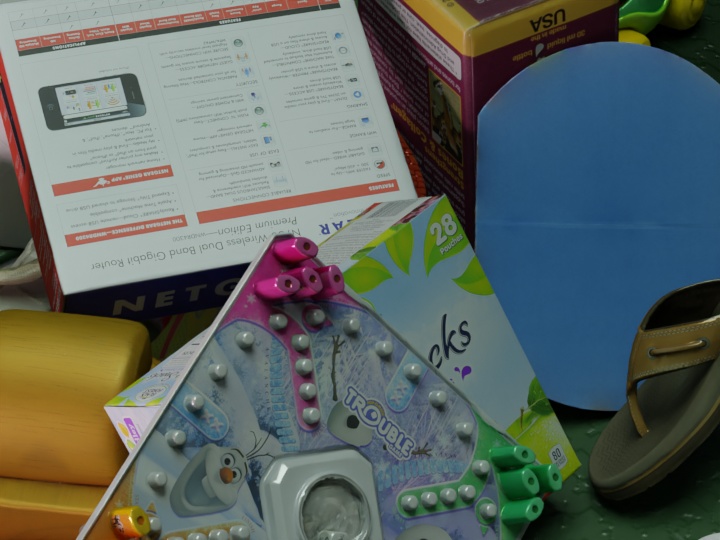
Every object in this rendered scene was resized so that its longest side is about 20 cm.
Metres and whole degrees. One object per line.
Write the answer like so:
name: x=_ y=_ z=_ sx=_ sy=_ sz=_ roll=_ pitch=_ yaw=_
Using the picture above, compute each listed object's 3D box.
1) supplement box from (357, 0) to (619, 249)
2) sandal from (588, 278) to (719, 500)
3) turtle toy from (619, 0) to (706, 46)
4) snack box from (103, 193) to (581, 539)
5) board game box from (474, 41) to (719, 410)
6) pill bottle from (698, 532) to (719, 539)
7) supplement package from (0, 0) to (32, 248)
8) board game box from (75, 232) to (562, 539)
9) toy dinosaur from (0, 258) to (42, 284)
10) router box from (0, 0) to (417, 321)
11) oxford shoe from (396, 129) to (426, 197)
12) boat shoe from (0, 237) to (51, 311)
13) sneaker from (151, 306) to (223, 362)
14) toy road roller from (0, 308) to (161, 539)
supplement box: x=0.073 y=-0.100 z=1.484 sx=0.103 sy=0.200 sz=0.131 roll=-22 pitch=44 yaw=-21
sandal: x=0.177 y=0.031 z=1.355 sx=0.054 sy=0.200 sz=0.080 roll=33 pitch=18 yaw=-14
turtle toy: x=0.151 y=-0.210 z=1.683 sx=0.146 sy=0.101 sz=0.200 roll=21 pitch=46 yaw=26
snack box: x=-0.005 y=0.083 z=1.298 sx=0.200 sy=0.169 sz=0.068 roll=-37 pitch=18 yaw=-34
board game box: x=0.129 y=-0.024 z=1.431 sx=0.158 sy=0.200 sz=0.039 roll=0 pitch=2 yaw=-19
pill bottle: x=0.143 y=0.215 z=1.178 sx=0.112 sy=0.112 sz=0.200 roll=18 pitch=45 yaw=23
supplement package: x=-0.153 y=-0.126 z=1.575 sx=0.191 sy=0.147 sz=0.200 roll=6 pitch=42 yaw=11
board game box: x=-0.012 y=0.116 z=1.226 sx=0.026 sy=0.200 sz=0.200 roll=-13 pitch=39 yaw=55
toy dinosaur: x=-0.135 y=-0.016 z=1.437 sx=0.200 sy=0.048 sz=0.088 roll=-14 pitch=9 yaw=-11
router box: x=-0.085 y=-0.070 z=1.394 sx=0.200 sy=0.049 sz=0.180 roll=-9 pitch=65 yaw=-15
oxford shoe: x=0.000 y=0.000 z=1.449 sx=0.071 sy=0.073 sz=0.200 roll=2 pitch=52 yaw=-7
boat shoe: x=-0.201 y=0.038 z=1.466 sx=0.067 sy=0.057 sz=0.200 roll=34 pitch=56 yaw=19
sneaker: x=-0.067 y=0.012 z=1.464 sx=0.090 sy=0.078 sz=0.200 roll=-11 pitch=23 yaw=28
toy road roller: x=-0.153 y=0.110 z=1.296 sx=0.123 sy=0.146 sz=0.200 roll=4 pitch=41 yaw=10
